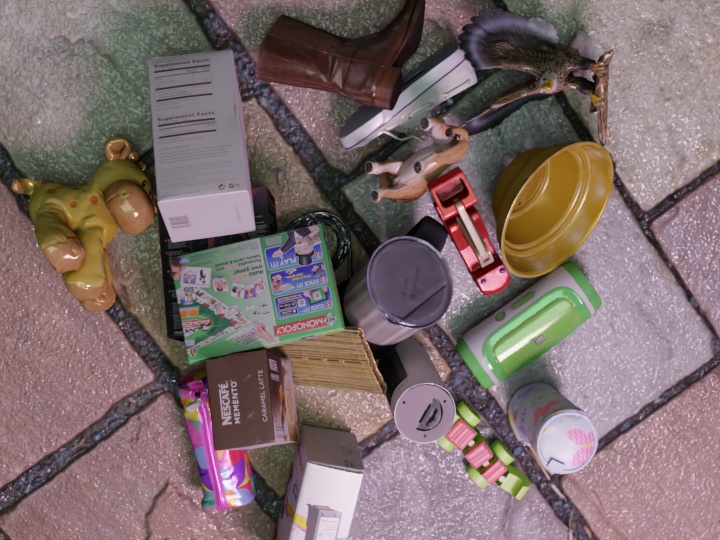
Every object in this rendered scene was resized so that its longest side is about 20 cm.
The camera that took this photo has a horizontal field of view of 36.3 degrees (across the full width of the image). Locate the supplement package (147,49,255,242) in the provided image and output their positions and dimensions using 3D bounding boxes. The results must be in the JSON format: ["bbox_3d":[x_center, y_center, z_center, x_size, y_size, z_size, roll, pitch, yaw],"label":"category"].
[{"bbox_3d":[-0.197,-0.154,1.360,0.108,0.114,0.202,-7,66,-3],"label":"supplement package"}]

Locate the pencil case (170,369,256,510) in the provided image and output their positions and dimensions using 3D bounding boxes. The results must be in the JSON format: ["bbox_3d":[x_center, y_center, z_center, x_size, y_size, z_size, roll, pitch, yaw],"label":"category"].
[{"bbox_3d":[-0.199,0.231,1.512,0.087,0.088,0.202,-12,105,-2],"label":"pencil case"}]

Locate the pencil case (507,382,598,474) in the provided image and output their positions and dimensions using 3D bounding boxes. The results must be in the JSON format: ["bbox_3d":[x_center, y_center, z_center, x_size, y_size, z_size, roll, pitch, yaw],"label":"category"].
[{"bbox_3d":[0.256,0.211,1.489,0.083,0.200,0.091,41,90,-6],"label":"pencil case"}]

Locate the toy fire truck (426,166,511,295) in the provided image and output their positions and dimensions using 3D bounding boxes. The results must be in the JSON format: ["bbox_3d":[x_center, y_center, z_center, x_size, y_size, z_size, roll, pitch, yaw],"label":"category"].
[{"bbox_3d":[0.146,-0.047,1.442,0.048,0.141,0.201,-29,107,3],"label":"toy fire truck"}]

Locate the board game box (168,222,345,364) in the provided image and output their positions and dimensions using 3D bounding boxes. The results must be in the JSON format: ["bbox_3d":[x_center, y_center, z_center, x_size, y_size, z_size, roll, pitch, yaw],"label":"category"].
[{"bbox_3d":[-0.128,0.029,1.362,0.198,0.029,0.136,-12,82,3],"label":"board game box"}]

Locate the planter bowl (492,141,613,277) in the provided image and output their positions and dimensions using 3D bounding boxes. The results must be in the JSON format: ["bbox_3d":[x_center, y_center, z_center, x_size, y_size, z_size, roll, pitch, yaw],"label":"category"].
[{"bbox_3d":[0.235,-0.097,1.453,0.199,0.083,0.202,-25,136,-27],"label":"planter bowl"}]

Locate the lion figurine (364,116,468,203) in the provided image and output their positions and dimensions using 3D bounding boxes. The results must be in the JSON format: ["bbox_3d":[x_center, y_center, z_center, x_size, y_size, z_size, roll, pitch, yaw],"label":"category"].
[{"bbox_3d":[0.083,-0.138,1.389,0.122,0.199,0.073,-10,81,-44],"label":"lion figurine"}]

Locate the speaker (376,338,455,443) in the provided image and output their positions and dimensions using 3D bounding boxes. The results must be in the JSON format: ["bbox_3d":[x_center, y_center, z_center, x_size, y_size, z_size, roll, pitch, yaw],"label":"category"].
[{"bbox_3d":[0.071,0.156,1.456,0.080,0.200,0.082,-1,104,-6],"label":"speaker"}]

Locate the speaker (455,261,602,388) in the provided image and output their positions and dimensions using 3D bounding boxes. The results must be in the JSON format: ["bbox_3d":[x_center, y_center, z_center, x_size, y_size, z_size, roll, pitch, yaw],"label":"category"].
[{"bbox_3d":[0.231,0.075,1.512,0.199,0.089,0.089,-36,103,4],"label":"speaker"}]

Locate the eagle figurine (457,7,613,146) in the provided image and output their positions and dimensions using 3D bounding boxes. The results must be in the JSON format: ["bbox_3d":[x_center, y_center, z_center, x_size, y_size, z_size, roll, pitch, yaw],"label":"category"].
[{"bbox_3d":[0.222,-0.249,1.413,0.197,0.151,0.154,4,79,11],"label":"eagle figurine"}]

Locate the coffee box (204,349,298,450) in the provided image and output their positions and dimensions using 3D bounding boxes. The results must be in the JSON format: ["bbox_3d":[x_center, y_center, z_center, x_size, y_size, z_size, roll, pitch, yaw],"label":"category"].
[{"bbox_3d":[-0.136,0.169,1.414,0.079,0.200,0.116,-8,80,4],"label":"coffee box"}]

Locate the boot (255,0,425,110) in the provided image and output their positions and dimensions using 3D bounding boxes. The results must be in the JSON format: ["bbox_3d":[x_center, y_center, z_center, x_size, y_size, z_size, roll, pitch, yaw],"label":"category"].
[{"bbox_3d":[-0.027,-0.305,1.414,0.198,0.064,0.188,16,66,13],"label":"boot"}]

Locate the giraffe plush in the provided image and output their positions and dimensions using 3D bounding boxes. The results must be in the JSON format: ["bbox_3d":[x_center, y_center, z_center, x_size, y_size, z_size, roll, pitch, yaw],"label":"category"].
[{"bbox_3d":[-0.331,-0.073,1.412,0.161,0.173,0.201,-30,69,-8],"label":"giraffe plush"}]

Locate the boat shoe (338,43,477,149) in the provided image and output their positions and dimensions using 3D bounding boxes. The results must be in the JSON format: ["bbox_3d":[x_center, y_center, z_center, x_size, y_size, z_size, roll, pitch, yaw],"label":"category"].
[{"bbox_3d":[0.070,-0.206,1.445,0.201,0.075,0.086,-38,112,-4],"label":"boat shoe"}]

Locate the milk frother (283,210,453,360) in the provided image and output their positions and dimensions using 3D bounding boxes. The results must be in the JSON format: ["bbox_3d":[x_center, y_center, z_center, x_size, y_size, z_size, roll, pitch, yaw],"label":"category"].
[{"bbox_3d":[0.000,0.000,1.420,0.198,0.188,0.182,17,68,-14],"label":"milk frother"}]

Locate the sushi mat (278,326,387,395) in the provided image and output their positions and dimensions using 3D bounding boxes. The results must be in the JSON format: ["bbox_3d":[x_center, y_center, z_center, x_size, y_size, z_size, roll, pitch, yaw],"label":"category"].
[{"bbox_3d":[-0.046,0.115,1.457,0.012,0.199,0.097,-33,109,-34],"label":"sushi mat"}]

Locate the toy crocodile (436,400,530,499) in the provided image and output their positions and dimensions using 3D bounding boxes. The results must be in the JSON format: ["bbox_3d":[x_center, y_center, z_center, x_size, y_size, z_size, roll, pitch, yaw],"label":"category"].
[{"bbox_3d":[0.161,0.250,1.558,0.067,0.062,0.200,-42,103,5],"label":"toy crocodile"}]

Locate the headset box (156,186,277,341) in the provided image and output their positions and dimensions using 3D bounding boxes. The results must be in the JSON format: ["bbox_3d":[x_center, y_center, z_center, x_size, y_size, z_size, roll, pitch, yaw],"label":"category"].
[{"bbox_3d":[-0.180,-0.017,1.426,0.147,0.075,0.203,-7,82,4],"label":"headset box"}]

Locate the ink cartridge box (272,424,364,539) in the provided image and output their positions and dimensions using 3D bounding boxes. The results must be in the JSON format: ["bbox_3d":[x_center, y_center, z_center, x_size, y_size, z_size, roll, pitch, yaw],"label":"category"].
[{"bbox_3d":[-0.062,0.335,1.514,0.085,0.148,0.202,11,101,-9],"label":"ink cartridge box"}]
